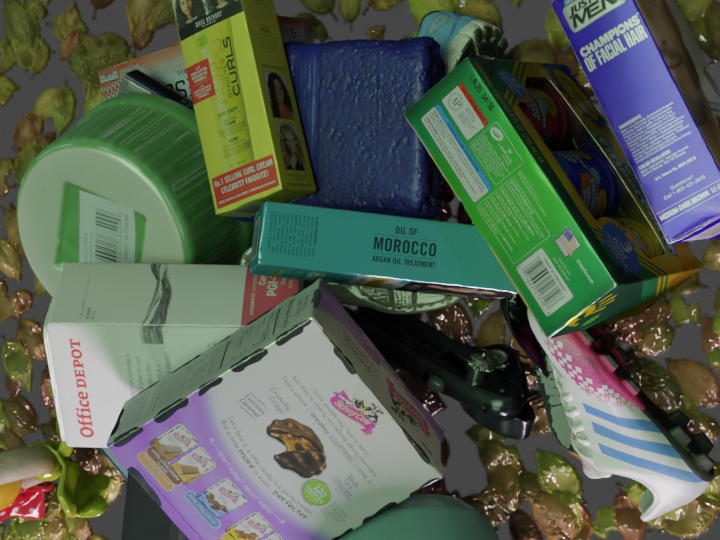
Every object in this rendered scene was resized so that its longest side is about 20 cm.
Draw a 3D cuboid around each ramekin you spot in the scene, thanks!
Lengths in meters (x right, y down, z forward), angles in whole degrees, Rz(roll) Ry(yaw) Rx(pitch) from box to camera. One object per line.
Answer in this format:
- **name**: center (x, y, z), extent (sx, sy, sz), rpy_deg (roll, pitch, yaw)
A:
- **ramekin**: center (-0.199, -0.043, 1.332), extent (0.199, 0.098, 0.201), rpy_deg (11, 117, 23)

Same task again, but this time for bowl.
- **bowl**: center (0.037, 0.247, 1.243), extent (0.200, 0.201, 0.105), rpy_deg (-23, 62, 30)

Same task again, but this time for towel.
- **towel**: center (-0.020, -0.112, 1.246), extent (0.199, 0.049, 0.148), rpy_deg (2, 92, 34)

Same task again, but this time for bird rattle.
- **bird rattle**: center (-0.336, 0.188, 1.454), extent (0.200, 0.163, 0.113), rpy_deg (-14, 82, 40)

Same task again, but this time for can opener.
- **can opener**: center (0.057, 0.073, 1.273), extent (0.200, 0.063, 0.079), rpy_deg (29, 123, 29)

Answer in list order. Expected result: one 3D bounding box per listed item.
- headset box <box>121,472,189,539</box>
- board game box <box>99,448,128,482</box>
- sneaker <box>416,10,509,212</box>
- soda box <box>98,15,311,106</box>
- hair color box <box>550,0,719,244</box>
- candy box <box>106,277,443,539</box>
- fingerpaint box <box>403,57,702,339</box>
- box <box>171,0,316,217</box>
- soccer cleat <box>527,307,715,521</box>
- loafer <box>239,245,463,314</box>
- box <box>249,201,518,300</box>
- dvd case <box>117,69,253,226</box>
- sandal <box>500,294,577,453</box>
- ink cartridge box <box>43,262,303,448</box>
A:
- **headset box**: center (-0.114, 0.244, 1.342), extent (0.174, 0.093, 0.201), rpy_deg (13, 107, 15)
- **board game box**: center (-0.165, 0.146, 1.430), extent (0.200, 0.037, 0.151), rpy_deg (46, 114, 21)
- **sneaker**: center (0.047, -0.123, 1.280), extent (0.090, 0.078, 0.200), rpy_deg (40, 108, 41)
- **soda box**: center (-0.136, -0.169, 1.379), extent (0.199, 0.064, 0.069), rpy_deg (-12, 88, 32)
- **hair color box**: center (0.226, -0.123, 1.140), extent (0.065, 0.109, 0.201), rpy_deg (-31, 78, 28)
- **candy box**: center (-0.062, 0.130, 1.190), extent (0.200, 0.072, 0.168), rpy_deg (-32, 109, 17)
- **fingerpaint box**: center (0.148, -0.059, 1.156), extent (0.073, 0.167, 0.200), rpy_deg (-40, 73, 29)
- **box**: center (-0.096, -0.148, 1.238), extent (0.075, 0.050, 0.201), rpy_deg (-17, 81, 33)
- **soccer cleat**: center (0.181, 0.107, 1.174), extent (0.086, 0.070, 0.200), rpy_deg (-42, 92, 18)
- **loafer**: center (0.000, 0.000, 1.294), extent (0.199, 0.063, 0.072), rpy_deg (2, 87, 16)
- **box**: center (0.018, -0.013, 1.186), extent (0.199, 0.082, 0.049), rpy_deg (6, 84, -8)
- **dvd case**: center (-0.143, -0.066, 1.367), extent (0.200, 0.025, 0.151), rpy_deg (32, 123, 12)
- **sandal**: center (0.153, 0.048, 1.228), extent (0.075, 0.048, 0.201), rpy_deg (-26, 80, 29)
- **ink cartridge box**: center (-0.146, 0.071, 1.265), extent (0.199, 0.083, 0.147), rpy_deg (2, 131, 1)
